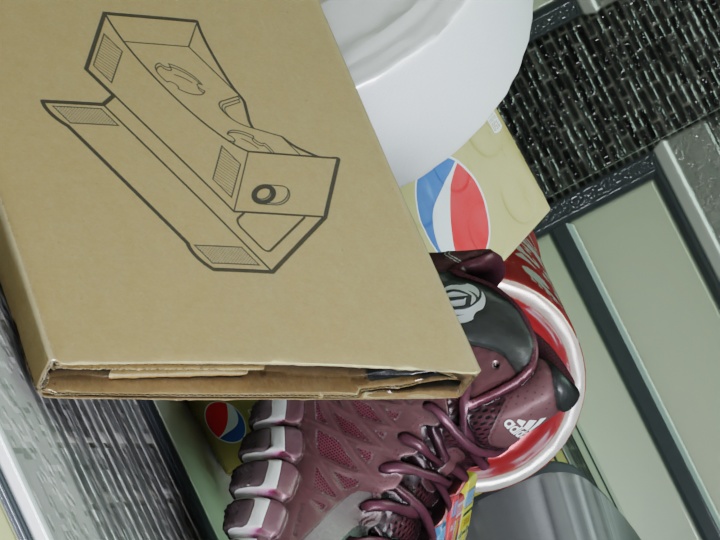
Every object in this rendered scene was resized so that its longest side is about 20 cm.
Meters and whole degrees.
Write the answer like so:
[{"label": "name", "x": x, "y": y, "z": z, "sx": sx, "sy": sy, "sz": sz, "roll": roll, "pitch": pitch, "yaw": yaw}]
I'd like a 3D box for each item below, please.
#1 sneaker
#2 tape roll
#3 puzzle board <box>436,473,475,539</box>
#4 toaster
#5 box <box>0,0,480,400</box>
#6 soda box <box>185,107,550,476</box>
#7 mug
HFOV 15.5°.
[{"label": "sneaker", "x": 0.019, "y": 0.072, "z": 0.923, "sx": 0.076, "sy": 0.115, "sz": 0.201, "roll": 52, "pitch": 35, "yaw": -53}, {"label": "tape roll", "x": -0.032, "y": -0.121, "z": 1.075, "sx": 0.071, "sy": 0.201, "sz": 0.203, "roll": 70, "pitch": -2, "yaw": -54}, {"label": "puzzle board", "x": 0.032, "y": 0.107, "z": 1.114, "sx": 0.200, "sy": 0.017, "sz": 0.152, "roll": 1, "pitch": 98, "yaw": -83}, {"label": "toaster", "x": 0.103, "y": 0.192, "z": 1.341, "sx": 0.200, "sy": 0.113, "sz": 0.130, "roll": 57, "pitch": 11, "yaw": -42}, {"label": "box", "x": -0.061, "y": -0.040, "z": 0.914, "sx": 0.162, "sy": 0.021, "sz": 0.201, "roll": 2, "pitch": 49, "yaw": -32}, {"label": "soda box", "x": 0.000, "y": 0.000, "z": 1.089, "sx": 0.068, "sy": 0.064, "sz": 0.200, "roll": 60, "pitch": 38, "yaw": -13}, {"label": "mug", "x": 0.034, "y": 0.011, "z": 1.336, "sx": 0.200, "sy": 0.133, "sz": 0.178, "roll": -112, "pitch": 178, "yaw": -74}]
